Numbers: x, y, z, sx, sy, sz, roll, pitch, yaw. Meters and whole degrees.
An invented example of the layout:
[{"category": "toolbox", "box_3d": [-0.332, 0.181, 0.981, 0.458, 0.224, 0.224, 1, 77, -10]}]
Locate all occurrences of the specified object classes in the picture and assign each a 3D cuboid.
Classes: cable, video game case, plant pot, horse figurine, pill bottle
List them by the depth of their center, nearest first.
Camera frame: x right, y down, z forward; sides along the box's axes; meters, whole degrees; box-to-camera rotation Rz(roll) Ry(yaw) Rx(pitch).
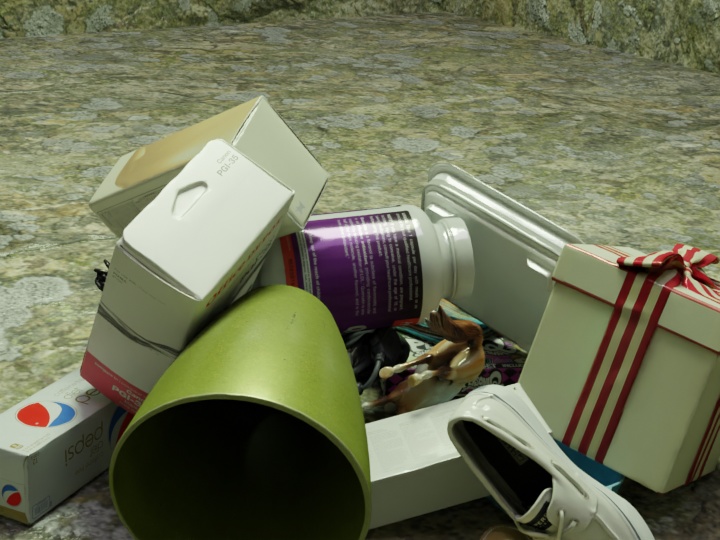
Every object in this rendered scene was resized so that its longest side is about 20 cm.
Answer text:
[{"category": "plant pot", "box_3d": [-0.073, 0.104, 0.968, 0.186, 0.188, 0.201, 6, 34, 4]}, {"category": "horse figurine", "box_3d": [0.057, 0.099, 1.144, 0.132, 0.200, 0.050, -18, 65, -41]}, {"category": "pill bottle", "box_3d": [0.000, 0.000, 1.177, 0.198, 0.113, 0.113, -6, 21, -11]}, {"category": "cable", "box_3d": [-0.035, 0.094, 1.229, 0.162, 0.051, 0.200, -20, 10, 11]}, {"category": "video game case", "box_3d": [0.105, 0.083, 1.354, 0.198, 0.036, 0.181, 1, 19, -9]}]

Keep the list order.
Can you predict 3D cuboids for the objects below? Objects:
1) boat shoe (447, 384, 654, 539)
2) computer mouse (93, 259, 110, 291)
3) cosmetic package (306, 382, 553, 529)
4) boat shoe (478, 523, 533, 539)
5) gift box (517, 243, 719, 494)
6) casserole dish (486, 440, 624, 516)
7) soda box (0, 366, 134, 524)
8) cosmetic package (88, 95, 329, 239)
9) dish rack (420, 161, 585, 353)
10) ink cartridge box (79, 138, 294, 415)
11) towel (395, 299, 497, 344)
[{"category": "boat shoe", "box_3d": [0.143, 0.173, 0.956, 0.200, 0.072, 0.066, 51, 33, 6]}, {"category": "computer mouse", "box_3d": [-0.152, 0.006, 1.252, 0.198, 0.044, 0.110, -8, -12, 11]}, {"category": "cosmetic package", "box_3d": [0.053, 0.156, 1.047, 0.198, 0.051, 0.083, -14, 29, -7]}, {"category": "boat shoe", "box_3d": [0.106, 0.224, 0.900, 0.071, 0.077, 0.200, 4, 18, 4]}, {"category": "gift box", "box_3d": [0.270, 0.075, 1.125, 0.199, 0.188, 0.184, 23, 12, 25]}, {"category": "casserole dish", "box_3d": [0.142, 0.169, 1.119, 0.120, 0.039, 0.200, -7, 23, -28]}, {"category": "soda box", "box_3d": [-0.248, 0.138, 1.087, 0.068, 0.064, 0.200, 12, 20, 21]}, {"category": "cosmetic package", "box_3d": [-0.137, -0.071, 1.133, 0.199, 0.105, 0.071, -15, 37, 40]}, {"category": "dish rack", "box_3d": [0.131, 0.000, 1.251, 0.199, 0.172, 0.043, 32, 54, 27]}, {"category": "ink cartridge box", "box_3d": [-0.146, 0.012, 1.047, 0.083, 0.200, 0.147, 34, 51, 3]}, {"category": "towel", "box_3d": [0.109, 0.038, 1.399, 0.146, 0.022, 0.199, 18, 22, 38]}]
